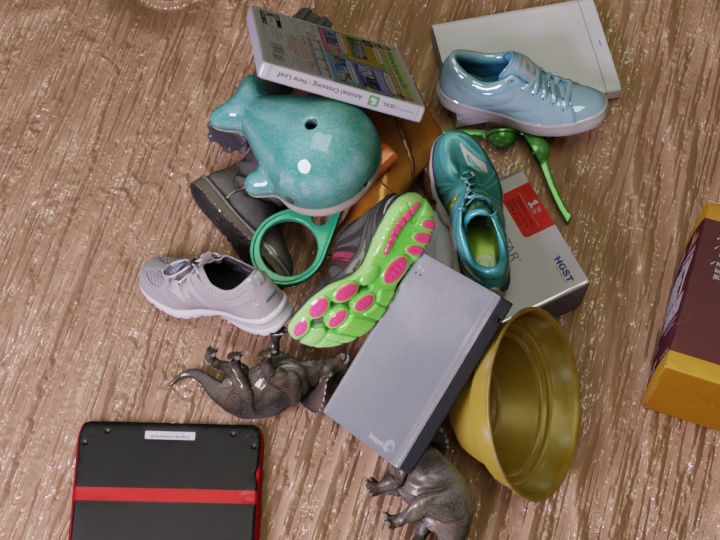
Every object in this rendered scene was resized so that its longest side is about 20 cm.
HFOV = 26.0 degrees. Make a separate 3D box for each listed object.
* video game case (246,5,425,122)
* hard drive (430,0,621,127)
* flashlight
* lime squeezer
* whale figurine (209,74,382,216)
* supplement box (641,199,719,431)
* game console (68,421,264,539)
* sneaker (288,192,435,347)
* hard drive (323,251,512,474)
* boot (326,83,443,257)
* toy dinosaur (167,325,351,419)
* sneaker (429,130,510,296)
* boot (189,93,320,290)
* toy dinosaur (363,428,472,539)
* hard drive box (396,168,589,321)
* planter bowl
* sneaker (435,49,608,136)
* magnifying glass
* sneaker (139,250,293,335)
[{"bbox_3d":[-0.031,-0.228,1.705,0.182,0.022,0.200,14,23,-15],"label":"video game case"},{"bbox_3d":[0.195,-0.248,1.849,0.200,0.027,0.132,-11,68,-5],"label":"hard drive"},{"bbox_3d":[-0.104,-0.217,1.794,0.068,0.068,0.200,32,62,11],"label":"flashlight"},{"bbox_3d":[0.172,-0.134,1.803,0.200,0.038,0.071,31,101,10],"label":"lime squeezer"},{"bbox_3d":[-0.072,-0.147,1.660,0.200,0.104,0.159,36,74,22],"label":"whale figurine"},{"bbox_3d":[0.428,0.064,1.663,0.197,0.133,0.200,17,68,7],"label":"supplement box"},{"bbox_3d":[-0.204,0.245,1.636,0.200,0.031,0.177,2,62,-1],"label":"game console"},{"bbox_3d":[0.000,0.000,1.644,0.200,0.084,0.077,-48,116,-1],"label":"sneaker"},{"bbox_3d":[0.057,0.092,1.594,0.140,0.033,0.200,31,91,50],"label":"hard drive"},{"bbox_3d":[0.008,-0.115,1.741,0.201,0.071,0.144,-32,97,-24],"label":"boot"},{"bbox_3d":[-0.108,0.122,1.656,0.200,0.102,0.077,-16,24,7],"label":"toy dinosaur"},{"bbox_3d":[0.125,-0.065,1.659,0.077,0.080,0.200,-11,68,-6],"label":"sneaker"},{"bbox_3d":[-0.069,-0.095,1.765,0.200,0.073,0.182,-33,73,-21],"label":"boot"},{"bbox_3d":[0.069,0.230,1.610,0.102,0.077,0.200,-29,66,2],"label":"toy dinosaur"},{"bbox_3d":[0.124,0.005,1.714,0.200,0.077,0.156,-26,71,-12],"label":"hard drive box"},{"bbox_3d":[0.148,0.139,1.628,0.083,0.200,0.201,-3,62,34],"label":"planter bowl"},{"bbox_3d":[0.186,-0.207,1.769,0.200,0.082,0.074,7,58,1],"label":"sneaker"},{"bbox_3d":[-0.037,-0.062,1.689,0.200,0.022,0.080,-44,80,-7],"label":"magnifying glass"},{"bbox_3d":[-0.161,0.006,1.677,0.200,0.082,0.075,10,47,33],"label":"sneaker"}]
